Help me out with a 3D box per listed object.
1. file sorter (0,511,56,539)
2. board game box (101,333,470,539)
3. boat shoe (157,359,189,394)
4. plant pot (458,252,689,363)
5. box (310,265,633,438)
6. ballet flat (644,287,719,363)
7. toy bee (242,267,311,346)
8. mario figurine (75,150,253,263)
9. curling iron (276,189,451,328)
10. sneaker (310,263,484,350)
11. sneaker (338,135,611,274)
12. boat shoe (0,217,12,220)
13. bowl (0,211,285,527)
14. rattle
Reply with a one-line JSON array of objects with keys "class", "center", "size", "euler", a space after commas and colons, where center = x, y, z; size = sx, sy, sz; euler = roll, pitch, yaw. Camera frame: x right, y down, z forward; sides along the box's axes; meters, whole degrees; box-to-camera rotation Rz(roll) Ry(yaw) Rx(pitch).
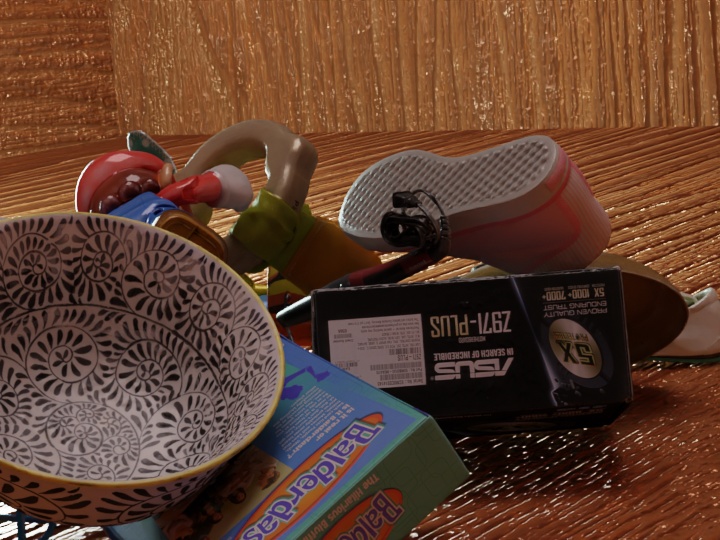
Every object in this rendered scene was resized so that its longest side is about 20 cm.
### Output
[{"class": "file sorter", "center": [-0.252, 0.113, 1.020], "size": [0.121, 0.141, 0.200], "euler": [1, 11, 13]}, {"class": "board game box", "center": [-0.051, 0.116, 0.929], "size": [0.152, 0.045, 0.200], "euler": [-40, 24, -13]}, {"class": "boat shoe", "center": [-0.136, 0.075, 1.081], "size": [0.072, 0.069, 0.200], "euler": [-32, -6, -24]}, {"class": "plant pot", "center": [0.138, 0.032, 1.274], "size": [0.197, 0.028, 0.201], "euler": [-3, -26, -2]}, {"class": "box", "center": [0.071, 0.061, 1.154], "size": [0.197, 0.087, 0.164], "euler": [-4, -10, 2]}, {"class": "ballet flat", "center": [0.194, 0.043, 1.394], "size": [0.197, 0.070, 0.069], "euler": [-5, 10, 4]}, {"class": "toy bee", "center": [-0.042, 0.014, 1.344], "size": [0.129, 0.110, 0.200], "euler": [0, 4, -16]}, {"class": "mario figurine", "center": [-0.128, -0.012, 1.139], "size": [0.122, 0.107, 0.200], "euler": [2, 15, -11]}, {"class": "curling iron", "center": [0.000, 0.000, 1.163], "size": [0.025, 0.050, 0.200], "euler": [-9, -16, -35]}, {"class": "sneaker", "center": [0.057, 0.047, 1.463], "size": [0.197, 0.075, 0.089], "euler": [-11, -14, 9]}, {"class": "sneaker", "center": [0.080, -0.029, 1.174], "size": [0.199, 0.076, 0.105], "euler": [-7, -37, 45]}, {"class": "boat shoe", "center": [-0.252, 0.011, 1.042], "size": [0.197, 0.073, 0.071], "euler": [6, 33, 17]}, {"class": "bowl", "center": [-0.146, 0.069, 0.926], "size": [0.198, 0.095, 0.202], "euler": [11, 39, -9]}, {"class": "rattle", "center": [-0.089, -0.035, 1.288], "size": [0.199, 0.132, 0.142], "euler": [-5, -15, 44]}]
